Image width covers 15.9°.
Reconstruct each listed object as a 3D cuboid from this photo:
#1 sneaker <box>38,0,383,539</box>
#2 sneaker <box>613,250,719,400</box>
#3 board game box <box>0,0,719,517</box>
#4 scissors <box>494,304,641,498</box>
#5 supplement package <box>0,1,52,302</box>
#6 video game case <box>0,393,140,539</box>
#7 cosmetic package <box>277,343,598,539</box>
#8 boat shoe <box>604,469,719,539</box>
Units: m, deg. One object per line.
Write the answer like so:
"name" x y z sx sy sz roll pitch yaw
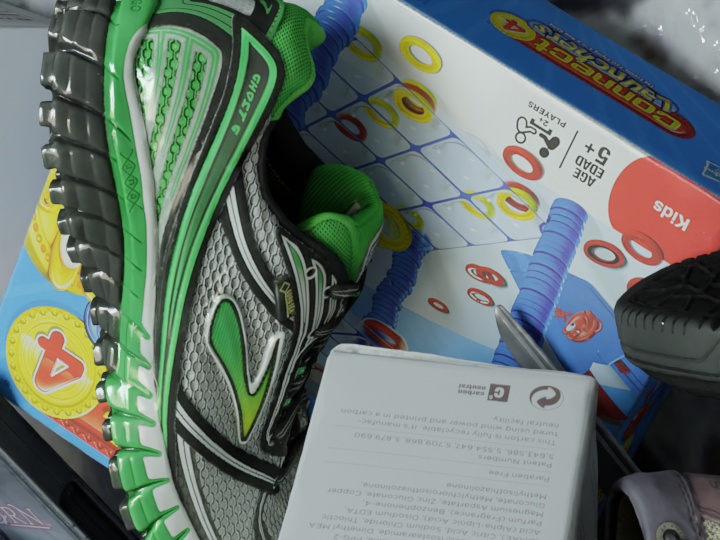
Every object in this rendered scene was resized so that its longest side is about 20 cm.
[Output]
"sneaker" -0.033 0.017 0.732 0.085 0.078 0.201 -6 118 8
"sneaker" 0.160 0.052 0.653 0.199 0.060 0.105 1 114 35
"board game box" 0.000 0.000 0.787 0.199 0.056 0.197 32 121 13
"scissors" 0.104 0.092 0.729 0.073 0.014 0.201 -15 103 44
"supplement package" -0.186 -0.043 0.942 0.200 0.117 0.118 -153 64 -65
"video game case" -0.119 0.105 0.915 0.142 0.019 0.200 -2 137 47
"cosmetic package" 0.012 0.129 0.668 0.081 0.201 0.113 6 131 11
"boat shoe" 0.082 0.148 0.663 0.072 0.064 0.201 125 154 -71
